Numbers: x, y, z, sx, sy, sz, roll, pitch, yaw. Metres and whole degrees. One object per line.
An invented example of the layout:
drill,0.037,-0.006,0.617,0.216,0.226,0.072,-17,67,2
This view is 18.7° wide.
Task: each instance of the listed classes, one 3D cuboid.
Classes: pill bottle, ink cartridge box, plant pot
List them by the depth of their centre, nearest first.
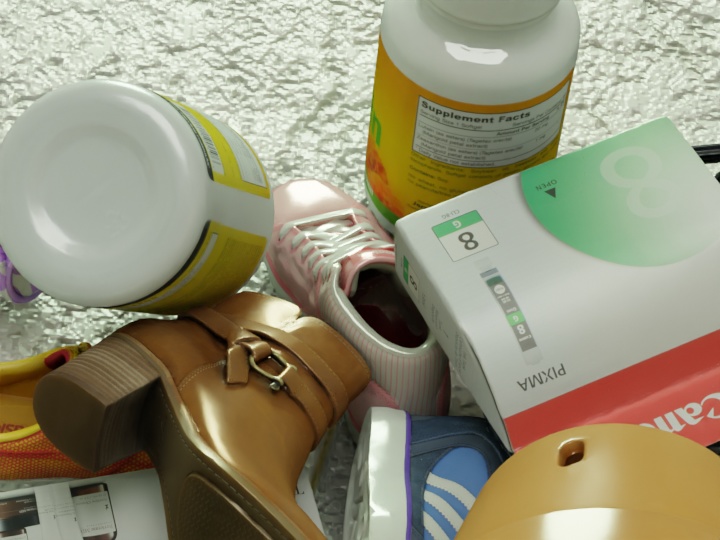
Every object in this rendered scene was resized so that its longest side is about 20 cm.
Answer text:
plant pot,0.111,0.162,0.947,0.200,0.200,0.140,9,32,3
ink cartridge box,0.130,0.027,1.077,0.161,0.050,0.200,-21,52,-14
pill bottle,-0.108,-0.033,1.139,0.112,0.200,0.112,-1,87,12
pill bottle,0.064,-0.111,1.228,0.111,0.200,0.111,3,49,-3

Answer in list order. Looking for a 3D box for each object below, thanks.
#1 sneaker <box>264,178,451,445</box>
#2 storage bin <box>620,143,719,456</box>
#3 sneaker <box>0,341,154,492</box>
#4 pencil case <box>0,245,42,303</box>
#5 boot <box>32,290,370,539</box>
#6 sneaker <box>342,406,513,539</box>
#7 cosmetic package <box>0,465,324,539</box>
sneaker,0.000,0.000,1.193,0.075,0.105,0.200,-14,51,-14
storage bin,0.184,0.037,1.162,0.135,0.094,0.200,-5,52,-8
sneaker,-0.126,0.074,1.136,0.200,0.077,0.073,-5,50,-15
pencil case,-0.256,-0.044,1.216,0.200,0.084,0.085,17,20,14
boot,-0.044,0.088,1.072,0.200,0.077,0.155,33,34,26
sneaker,0.066,0.150,1.071,0.146,0.081,0.200,13,37,-7
cosmetic package,-0.119,0.146,1.093,0.200,0.051,0.083,-9,52,-12
